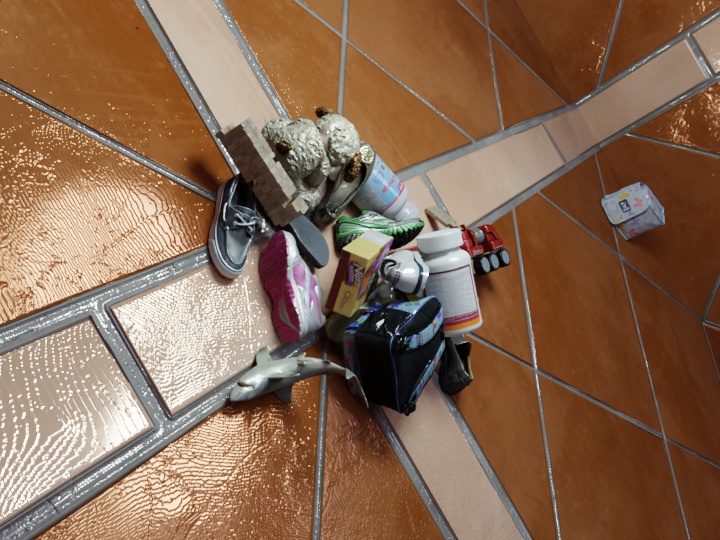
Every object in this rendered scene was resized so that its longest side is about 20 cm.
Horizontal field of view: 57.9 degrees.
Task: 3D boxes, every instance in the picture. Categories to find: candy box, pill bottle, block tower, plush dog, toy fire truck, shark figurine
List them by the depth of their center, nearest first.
[{"bbox_3d":[-0.099,0.184,1.061,0.128,0.213,0.090,-102,-171,-66],"label":"shark figurine"},{"bbox_3d":[-0.172,-0.174,1.151,0.201,0.058,0.054,56,23,-15],"label":"block tower"},{"bbox_3d":[0.000,0.000,1.224,0.056,0.117,0.200,21,18,11],"label":"candy box"},{"bbox_3d":[-0.084,-0.241,1.258,0.171,0.161,0.201,-22,80,-15],"label":"plush dog"},{"bbox_3d":[0.174,0.023,1.305,0.109,0.109,0.202,-22,102,-51],"label":"pill bottle"},{"bbox_3d":[0.033,-0.176,1.425,0.200,0.108,0.109,44,41,-19],"label":"pill bottle"},{"bbox_3d":[0.262,-0.083,1.627,0.176,0.128,0.202,-16,89,-51],"label":"toy fire truck"}]

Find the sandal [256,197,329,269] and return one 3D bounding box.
[{"bbox_3d":[-0.132,-0.083,1.248,0.200,0.043,0.076,50,31,3],"label":"sandal"}]

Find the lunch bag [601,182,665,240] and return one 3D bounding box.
[{"bbox_3d":[1.063,-0.238,2.545,0.200,0.169,0.128,44,44,-23],"label":"lunch bag"}]

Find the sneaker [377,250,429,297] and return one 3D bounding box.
[{"bbox_3d":[0.071,-0.005,1.255,0.080,0.200,0.077,11,96,-10],"label":"sneaker"}]

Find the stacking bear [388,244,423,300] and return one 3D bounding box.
[{"bbox_3d":[0.146,0.042,1.411,0.121,0.114,0.202,-16,91,-7],"label":"stacking bear"}]

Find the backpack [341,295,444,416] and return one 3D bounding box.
[{"bbox_3d":[0.074,0.136,1.210,0.200,0.134,0.184,-42,133,-45],"label":"backpack"}]

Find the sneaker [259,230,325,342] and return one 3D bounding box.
[{"bbox_3d":[-0.117,0.027,1.163,0.088,0.081,0.202,1,74,-49],"label":"sneaker"}]

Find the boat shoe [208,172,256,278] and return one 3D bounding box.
[{"bbox_3d":[-0.212,-0.085,1.130,0.071,0.068,0.201,26,49,-35],"label":"boat shoe"}]

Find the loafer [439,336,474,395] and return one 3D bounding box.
[{"bbox_3d":[0.217,0.171,1.433,0.073,0.072,0.201,24,49,-34],"label":"loafer"}]

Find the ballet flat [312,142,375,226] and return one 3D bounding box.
[{"bbox_3d":[-0.029,-0.175,1.320,0.067,0.046,0.201,38,82,-16],"label":"ballet flat"}]

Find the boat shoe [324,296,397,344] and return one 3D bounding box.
[{"bbox_3d":[-0.004,0.090,1.262,0.200,0.063,0.074,-19,118,-46],"label":"boat shoe"}]

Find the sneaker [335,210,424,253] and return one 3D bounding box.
[{"bbox_3d":[0.042,-0.094,1.364,0.198,0.078,0.086,-6,65,-20],"label":"sneaker"}]
